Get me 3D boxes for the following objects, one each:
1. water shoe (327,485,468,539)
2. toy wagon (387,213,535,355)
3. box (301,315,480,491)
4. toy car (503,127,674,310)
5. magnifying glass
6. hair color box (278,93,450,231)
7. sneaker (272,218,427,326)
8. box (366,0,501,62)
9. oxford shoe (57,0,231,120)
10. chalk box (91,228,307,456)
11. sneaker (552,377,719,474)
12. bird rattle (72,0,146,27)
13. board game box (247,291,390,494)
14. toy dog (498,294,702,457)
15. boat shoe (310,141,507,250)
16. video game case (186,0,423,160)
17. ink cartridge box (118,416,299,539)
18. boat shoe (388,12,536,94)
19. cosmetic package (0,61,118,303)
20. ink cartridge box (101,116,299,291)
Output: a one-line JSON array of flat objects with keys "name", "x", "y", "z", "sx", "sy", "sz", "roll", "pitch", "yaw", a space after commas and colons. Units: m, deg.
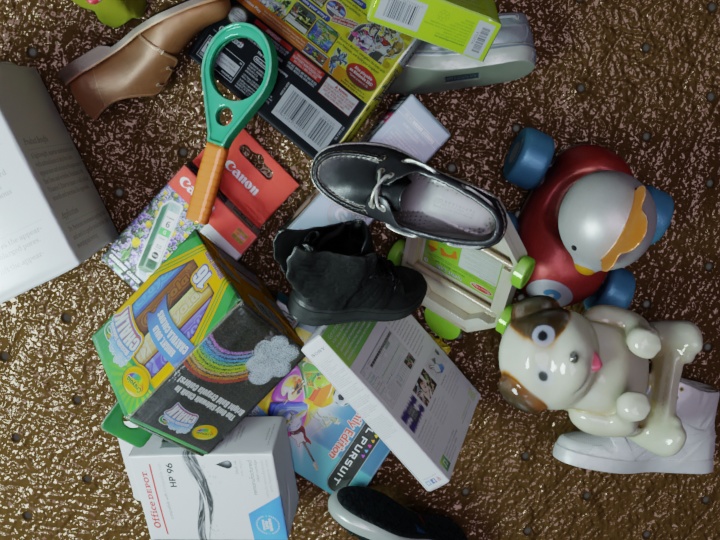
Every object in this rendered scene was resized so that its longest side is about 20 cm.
[{"name": "water shoe", "x": 0.036, "y": 0.307, "z": 0.959, "sx": 0.198, "sy": 0.072, "sz": 0.080, "roll": 27, "pitch": 108, "yaw": -27}, {"name": "toy wagon", "x": 0.100, "y": 0.006, "z": 0.912, "sx": 0.154, "sy": 0.039, "sz": 0.202, "roll": 31, "pitch": 139, "yaw": 22}, {"name": "box", "x": 0.038, "y": 0.109, "z": 0.903, "sx": 0.036, "sy": 0.145, "sz": 0.201, "roll": -34, "pitch": 101, "yaw": 34}, {"name": "toy car", "x": 0.230, "y": -0.036, "z": 0.864, "sx": 0.181, "sy": 0.200, "sz": 0.180, "roll": 24, "pitch": 98, "yaw": -7}, {"name": "magnifying glass", "x": -0.138, "y": -0.147, "z": 0.863, "sx": 0.078, "sy": 0.022, "sz": 0.204, "roll": 19, "pitch": 98, "yaw": 17}, {"name": "hair color box", "x": 0.000, "y": -0.088, "z": 0.892, "sx": 0.060, "sy": 0.099, "sz": 0.200, "roll": 42, "pitch": 96, "yaw": -9}, {"name": "sneaker", "x": -0.001, "y": -0.002, "z": 0.833, "sx": 0.196, "sy": 0.060, "sz": 0.105, "roll": -8, "pitch": 135, "yaw": -34}, {"name": "box", "x": 0.064, "y": -0.289, "z": 0.826, "sx": 0.120, "sy": 0.202, "sz": 0.048, "roll": 15, "pitch": 132, "yaw": -15}, {"name": "oxford shoe", "x": -0.207, "y": -0.220, "z": 0.876, "sx": 0.197, "sy": 0.072, "sz": 0.072, "roll": -27, "pitch": 104, "yaw": 13}, {"name": "chalk box", "x": -0.175, "y": 0.089, "z": 0.860, "sx": 0.200, "sy": 0.124, "sz": 0.125, "roll": -43, "pitch": 138, "yaw": 4}, {"name": "sneaker", "x": 0.314, "y": 0.165, "z": 0.976, "sx": 0.195, "sy": 0.074, "sz": 0.118, "roll": 3, "pitch": 99, "yaw": -14}, {"name": "bird rattle", "x": -0.199, "y": -0.306, "z": 0.804, "sx": 0.160, "sy": 0.199, "sz": 0.115, "roll": -19, "pitch": 103, "yaw": -24}, {"name": "board game box", "x": -0.050, "y": 0.145, "z": 0.959, "sx": 0.198, "sy": 0.047, "sz": 0.152, "roll": 33, "pitch": 97, "yaw": -8}, {"name": "toy dog", "x": 0.226, "y": 0.090, "z": 0.873, "sx": 0.198, "sy": 0.192, "sz": 0.142, "roll": 16, "pitch": 94, "yaw": -40}, {"name": "boat shoe", "x": 0.042, "y": -0.069, "z": 0.806, "sx": 0.197, "sy": 0.060, "sz": 0.075, "roll": 23, "pitch": 102, "yaw": 6}, {"name": "video game case", "x": -0.052, "y": -0.233, "z": 0.866, "sx": 0.199, "sy": 0.025, "sz": 0.182, "roll": 39, "pitch": 97, "yaw": 14}, {"name": "ink cartridge box", "x": -0.174, "y": 0.225, "z": 0.927, "sx": 0.195, "sy": 0.068, "sz": 0.118, "roll": -3, "pitch": 116, "yaw": 9}, {"name": "boat shoe", "x": 0.082, "y": -0.232, "z": 0.895, "sx": 0.196, "sy": 0.070, "sz": 0.073, "roll": -4, "pitch": 77, "yaw": 2}, {"name": "cosmetic package", "x": -0.367, "y": -0.076, "z": 0.841, "sx": 0.162, "sy": 0.165, "sz": 0.203, "roll": -25, "pitch": 100, "yaw": 2}, {"name": "ink cartridge box", "x": -0.168, "y": -0.052, "z": 0.914, "sx": 0.109, "sy": 0.050, "sz": 0.200, "roll": 43, "pitch": 96, "yaw": -10}]
